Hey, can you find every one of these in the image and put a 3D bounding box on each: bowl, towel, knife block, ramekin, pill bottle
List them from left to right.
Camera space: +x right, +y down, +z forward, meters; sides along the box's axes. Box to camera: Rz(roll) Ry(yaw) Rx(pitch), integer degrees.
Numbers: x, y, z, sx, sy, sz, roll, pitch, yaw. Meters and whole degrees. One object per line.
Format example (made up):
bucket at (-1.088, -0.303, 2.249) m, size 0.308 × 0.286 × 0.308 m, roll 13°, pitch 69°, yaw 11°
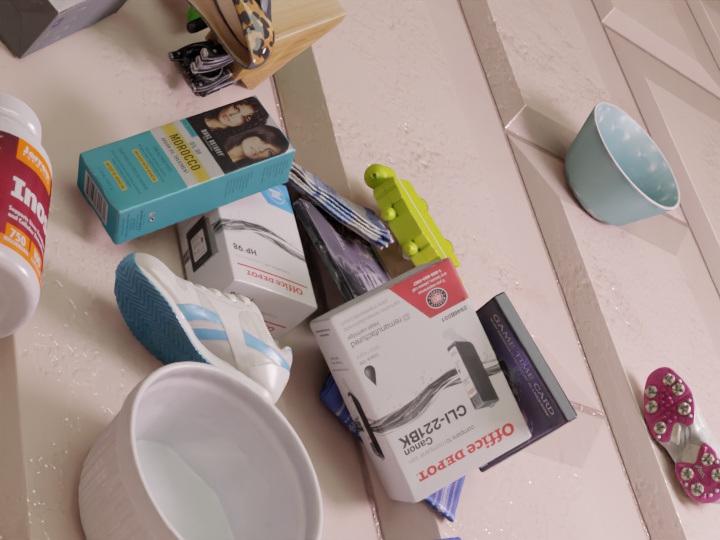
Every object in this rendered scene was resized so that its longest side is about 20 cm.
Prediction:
pill bottle at (-0.313, -0.051, 1.166) m, size 0.112 × 0.113 × 0.202 m, roll 28°, pitch 38°, yaw -32°
ramekin at (-0.137, 0.186, 1.158) m, size 0.199 × 0.105 × 0.202 m, roll 34°, pitch 35°, yaw -28°
knife block at (-0.118, -0.273, 1.602) m, size 0.064 × 0.199 × 0.176 m, roll 54°, pitch 2°, yaw 6°
towel at (-0.054, -0.097, 1.571) m, size 0.199 × 0.024 × 0.147 m, roll 35°, pitch 6°, yaw -14°
towel at (0.045, 0.155, 1.505) m, size 0.200 × 0.024 × 0.145 m, roll 44°, pitch 32°, yaw -12°
bowl at (0.393, -0.150, 2.199) m, size 0.200 × 0.105 × 0.202 m, roll 32°, pitch 36°, yaw -27°

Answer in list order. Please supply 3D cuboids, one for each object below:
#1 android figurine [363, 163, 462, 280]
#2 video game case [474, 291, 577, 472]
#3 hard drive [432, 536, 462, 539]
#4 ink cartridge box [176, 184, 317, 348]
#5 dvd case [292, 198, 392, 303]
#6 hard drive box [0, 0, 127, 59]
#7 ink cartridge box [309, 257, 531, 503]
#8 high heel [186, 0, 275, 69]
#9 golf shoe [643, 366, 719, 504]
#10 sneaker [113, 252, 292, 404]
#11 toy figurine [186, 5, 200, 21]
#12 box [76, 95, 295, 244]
android figurine at (0.064, -0.047, 1.669) m, size 0.183 × 0.041 × 0.200 m, roll 59°, pitch 12°, yaw 4°
video game case at (0.137, 0.120, 1.470) m, size 0.019 × 0.200 × 0.144 m, roll -25°, pitch 80°, yaw -30°
hard drive at (0.055, 0.323, 1.341) m, size 0.199 × 0.025 × 0.133 m, roll 6°, pitch 53°, yaw -50°
ink cartridge box at (-0.114, -0.006, 1.423) m, size 0.115 × 0.067 × 0.202 m, roll 20°, pitch 42°, yaw -42°
dvd case at (0.000, 0.000, 1.555) m, size 0.150 × 0.016 × 0.200 m, roll 61°, pitch 13°, yaw 15°
hard drive box at (-0.330, -0.324, 1.465) m, size 0.156 × 0.077 × 0.200 m, roll 49°, pitch 31°, yaw -3°
ink cartridge box at (0.060, 0.110, 1.410) m, size 0.143 × 0.084 × 0.202 m, roll -26°, pitch 94°, yaw -17°
high heel at (-0.174, -0.298, 1.501) m, size 0.198 × 0.071 × 0.144 m, roll 24°, pitch 44°, yaw -27°
golf shoe at (0.444, 0.228, 1.920) m, size 0.091 × 0.075 × 0.202 m, roll 31°, pitch 36°, yaw -56°
sneaker at (-0.145, 0.050, 1.302) m, size 0.200 × 0.076 × 0.081 m, roll 47°, pitch 51°, yaw -24°
toy figurine at (-0.203, -0.406, 1.679) m, size 0.184 × 0.150 × 0.200 m, roll 44°, pitch 45°, yaw 3°
box at (-0.168, -0.100, 1.375) m, size 0.198 × 0.049 × 0.083 m, roll -23°, pitch 62°, yaw -29°
